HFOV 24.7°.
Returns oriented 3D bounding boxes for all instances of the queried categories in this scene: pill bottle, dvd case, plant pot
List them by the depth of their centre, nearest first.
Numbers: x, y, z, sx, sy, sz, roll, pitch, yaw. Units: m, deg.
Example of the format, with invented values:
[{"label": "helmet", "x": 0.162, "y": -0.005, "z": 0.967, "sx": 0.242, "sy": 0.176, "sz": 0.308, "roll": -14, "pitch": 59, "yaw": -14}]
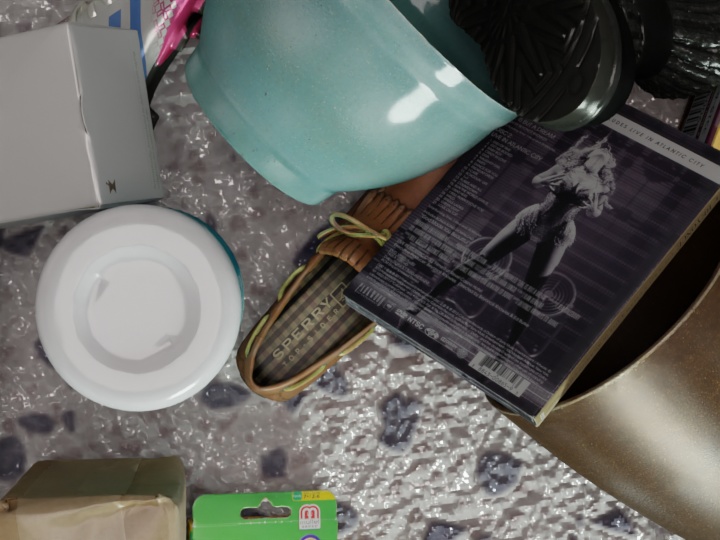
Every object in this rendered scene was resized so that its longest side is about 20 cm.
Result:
[{"label": "pill bottle", "x": -0.123, "y": 0.017, "z": 0.958, "sx": 0.110, "sy": 0.200, "sz": 0.112, "roll": 0, "pitch": 92, "yaw": -3}, {"label": "dvd case", "x": 0.106, "y": -0.022, "z": 0.969, "sx": 0.148, "sy": 0.016, "sz": 0.200, "roll": 32, "pitch": 72, "yaw": 31}, {"label": "plant pot", "x": -0.019, "y": -0.125, "z": 0.976, "sx": 0.134, "sy": 0.200, "sz": 0.200, "roll": -41, "pitch": 93, "yaw": 16}, {"label": "plant pot", "x": 0.209, "y": 0.084, "z": 1.004, "sx": 0.187, "sy": 0.187, "sz": 0.200, "roll": -44, "pitch": 108, "yaw": -2}]

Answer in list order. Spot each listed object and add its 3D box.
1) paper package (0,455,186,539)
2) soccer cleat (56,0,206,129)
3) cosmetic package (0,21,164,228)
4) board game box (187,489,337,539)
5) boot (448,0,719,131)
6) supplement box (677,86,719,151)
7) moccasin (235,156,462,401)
[{"label": "paper package", "x": -0.153, "y": 0.217, "z": 0.965, "sx": 0.103, "sy": 0.191, "sz": 0.201, "roll": 0, "pitch": 91, "yaw": -4}, {"label": "soccer cleat", "x": -0.143, "y": -0.155, "z": 1.019, "sx": 0.086, "sy": 0.070, "sz": 0.201, "roll": 30, "pitch": 88, "yaw": 1}, {"label": "cosmetic package", "x": -0.227, "y": -0.076, "z": 0.972, "sx": 0.199, "sy": 0.085, "sz": 0.108, "roll": -7, "pitch": 92, "yaw": 20}, {"label": "board game box", "x": -0.063, "y": 0.240, "z": 1.046, "sx": 0.095, "sy": 0.030, "sz": 0.201, "roll": 0, "pitch": 94, "yaw": -16}, {"label": "boot", "x": 0.151, "y": -0.127, "z": 0.939, "sx": 0.157, "sy": 0.211, "sz": 0.080, "roll": 17, "pitch": 115, "yaw": -22}, {"label": "supplement box", "x": 0.309, "y": -0.081, "z": 1.030, "sx": 0.199, "sy": 0.103, "sz": 0.132, "roll": 20, "pitch": 89, "yaw": -4}, {"label": "moccasin", "x": -0.001, "y": -0.001, "z": 1.026, "sx": 0.201, "sy": 0.078, "sz": 0.074, "roll": -41, "pitch": 92, "yaw": -2}]
